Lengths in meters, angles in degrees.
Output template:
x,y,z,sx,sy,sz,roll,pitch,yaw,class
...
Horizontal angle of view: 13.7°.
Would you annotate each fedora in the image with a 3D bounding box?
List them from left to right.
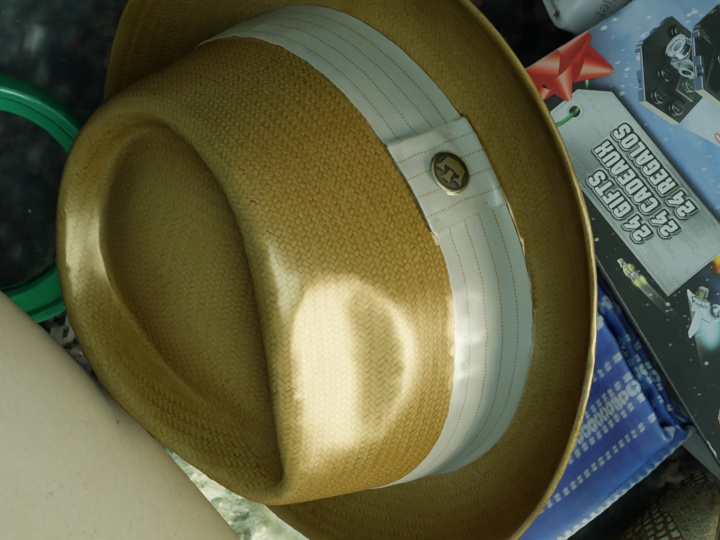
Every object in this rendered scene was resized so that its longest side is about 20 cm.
x,y,z,sx,sy,sz,roll,pitch,yaw,class
-0.026,0.000,0.841,0.082,0.200,0.201,-22,109,-44,fedora

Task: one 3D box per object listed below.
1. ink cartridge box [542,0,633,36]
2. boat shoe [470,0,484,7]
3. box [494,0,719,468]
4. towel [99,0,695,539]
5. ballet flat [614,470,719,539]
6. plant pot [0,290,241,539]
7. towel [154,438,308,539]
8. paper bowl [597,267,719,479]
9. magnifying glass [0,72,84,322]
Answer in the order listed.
x,y,z,sx,sy,sz,roll,pitch,yaw,class
0.157,-0.120,0.910,0.200,0.084,0.146,19,122,-38,ink cartridge box
-0.038,-0.125,0.915,0.199,0.072,0.073,13,105,-14,boat shoe
0.145,-0.001,0.818,0.137,0.040,0.200,-31,77,7,box
0.000,0.000,0.887,0.024,0.145,0.200,-18,72,-46,towel
0.070,0.159,1.009,0.065,0.071,0.201,15,93,-4,ballet flat
-0.113,0.102,0.867,0.200,0.187,0.188,33,91,-34,plant pot
-0.066,0.158,0.983,0.148,0.036,0.200,34,91,-18,towel
0.162,0.043,0.934,0.104,0.201,0.201,-46,109,2,paper bowl
-0.163,-0.051,0.917,0.200,0.022,0.080,33,105,-18,magnifying glass
